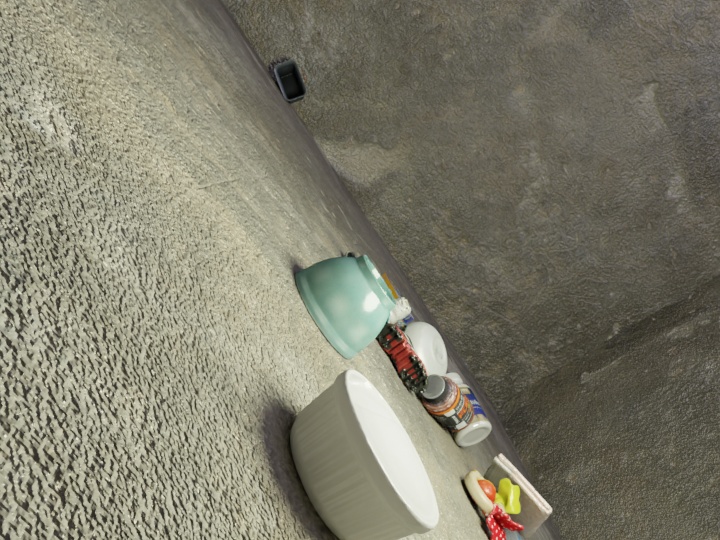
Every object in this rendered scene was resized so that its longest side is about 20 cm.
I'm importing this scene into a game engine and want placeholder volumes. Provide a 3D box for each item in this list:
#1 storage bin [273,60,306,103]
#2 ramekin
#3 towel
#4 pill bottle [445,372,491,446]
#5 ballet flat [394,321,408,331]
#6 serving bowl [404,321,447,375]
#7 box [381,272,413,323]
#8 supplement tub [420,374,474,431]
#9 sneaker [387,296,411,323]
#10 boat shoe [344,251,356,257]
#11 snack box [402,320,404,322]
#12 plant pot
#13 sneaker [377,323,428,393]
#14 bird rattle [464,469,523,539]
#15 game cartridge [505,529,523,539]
[{"bbox_3d":[-0.358,-0.988,3.299,0.134,0.145,0.200,169,-100,-87],"label":"storage bin"},{"bbox_3d":[0.000,0.225,0.731,0.203,0.094,0.202,56,8,-12],"label":"ramekin"},{"bbox_3d":[0.405,0.600,1.656,0.191,0.032,0.200,47,-29,28],"label":"towel"},{"bbox_3d":[0.297,0.412,1.866,0.116,0.116,0.200,49,10,-49],"label":"pill bottle"},{"bbox_3d":[0.160,0.244,1.882,0.200,0.072,0.072,54,8,-20],"label":"ballet flat"},{"bbox_3d":[0.202,0.242,1.824,0.200,0.066,0.200,34,48,-48],"label":"serving bowl"},{"bbox_3d":[0.140,0.114,2.385,0.119,0.041,0.200,49,9,-51],"label":"box"},{"bbox_3d":[0.232,0.357,1.703,0.200,0.107,0.107,50,11,-46],"label":"supplement tub"},{"bbox_3d":[0.095,0.109,1.776,0.077,0.081,0.200,61,8,5],"label":"sneaker"},{"bbox_3d":[0.000,0.000,1.835,0.075,0.062,0.200,51,8,-31],"label":"boat shoe"},{"bbox_3d":[0.106,0.150,2.006,0.200,0.037,0.116,62,9,31],"label":"snack box"},{"bbox_3d":[-0.015,0.053,1.212,0.200,0.134,0.200,57,7,-11],"label":"plant pot"},{"bbox_3d":[0.117,0.224,1.621,0.201,0.071,0.098,57,9,7],"label":"sneaker"},{"bbox_3d":[0.309,0.567,1.516,0.163,0.113,0.200,47,18,13],"label":"bird rattle"},{"bbox_3d":[0.426,0.754,1.606,0.133,0.040,0.200,52,8,-12],"label":"game cartridge"}]
